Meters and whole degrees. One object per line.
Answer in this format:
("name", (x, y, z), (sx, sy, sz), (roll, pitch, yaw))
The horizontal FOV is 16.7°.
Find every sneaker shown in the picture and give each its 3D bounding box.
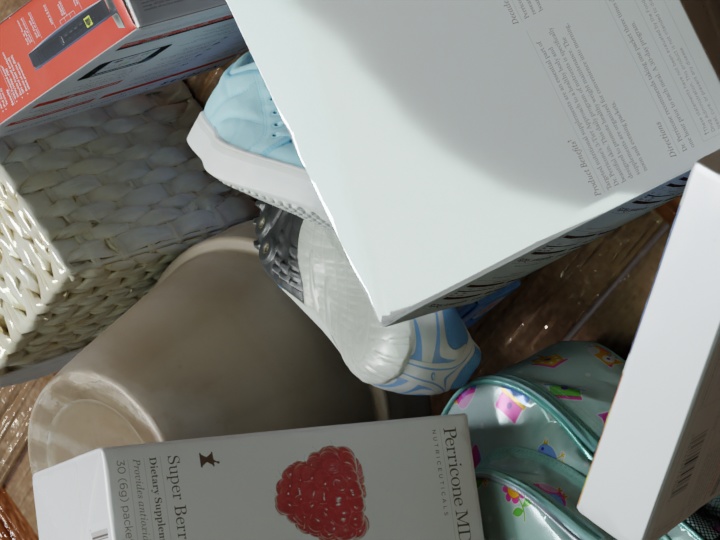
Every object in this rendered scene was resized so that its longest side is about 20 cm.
("sneaker", (0.000, 0.000, 1.343), (0.072, 0.072, 0.200), (-54, 42, 20))
("sneaker", (-0.041, -0.080, 1.306), (0.082, 0.074, 0.200), (-65, 26, 7))

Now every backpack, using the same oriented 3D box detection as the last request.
("backpack", (0.117, 0.143, 1.317), (0.200, 0.153, 0.176), (47, 138, 31))

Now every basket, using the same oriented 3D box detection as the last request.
("basket", (-0.173, -0.032, 1.504), (0.136, 0.200, 0.123), (54, 129, 14))

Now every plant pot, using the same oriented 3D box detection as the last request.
("plant pot", (-0.089, 0.086, 1.395), (0.199, 0.173, 0.201), (14, 113, 37))

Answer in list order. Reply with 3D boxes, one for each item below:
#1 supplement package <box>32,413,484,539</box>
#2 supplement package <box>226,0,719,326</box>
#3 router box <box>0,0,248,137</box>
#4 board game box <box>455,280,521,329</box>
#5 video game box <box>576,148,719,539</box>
("supplement package", (-0.049, 0.145, 1.242), (0.120, 0.199, 0.122), (155, 109, -63))
("supplement package", (0.075, -0.103, 1.209), (0.199, 0.147, 0.192), (-27, 85, 18))
("router box", (-0.111, -0.145, 1.389), (0.179, 0.200, 0.049), (-26, 87, 47))
("board game box", (0.001, -0.046, 1.413), (0.201, 0.036, 0.151), (60, 151, 8))
("video game box", (0.192, 0.014, 1.163), (0.047, 0.182, 0.201), (35, 127, 28))
